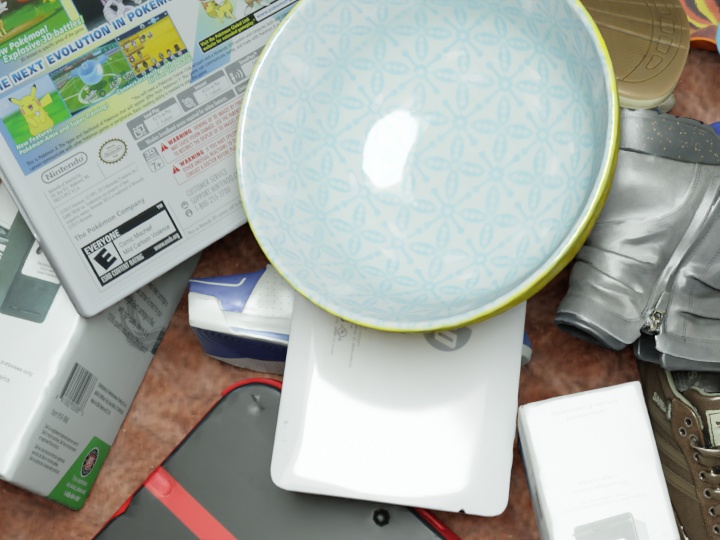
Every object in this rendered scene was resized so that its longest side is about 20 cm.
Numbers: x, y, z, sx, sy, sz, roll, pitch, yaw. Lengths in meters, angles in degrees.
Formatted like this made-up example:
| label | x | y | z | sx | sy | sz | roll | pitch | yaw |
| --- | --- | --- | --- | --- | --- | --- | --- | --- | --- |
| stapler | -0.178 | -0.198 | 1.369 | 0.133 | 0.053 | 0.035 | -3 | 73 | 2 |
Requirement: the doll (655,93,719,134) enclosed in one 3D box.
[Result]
| label | x | y | z | sx | sy | sz | roll | pitch | yaw |
| --- | --- | --- | --- | --- | --- | --- | --- | --- | --- |
| doll | 0.197 | -0.052 | 0.882 | 0.199 | 0.049 | 0.137 | -4 | 55 | 8 |

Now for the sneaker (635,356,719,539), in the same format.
| label | x | y | z | sx | sy | sz | roll | pitch | yaw |
| --- | --- | --- | --- | --- | --- | --- | --- | --- | --- |
| sneaker | 0.194 | 0.099 | 0.830 | 0.070 | 0.076 | 0.201 | -16 | 73 | 2 |

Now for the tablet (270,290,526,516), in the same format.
| label | x | y | z | sx | sy | sz | roll | pitch | yaw |
| --- | --- | --- | --- | --- | --- | --- | --- | --- | --- |
| tablet | 0.027 | 0.030 | 0.828 | 0.130 | 0.014 | 0.201 | 8 | 73 | 0 |

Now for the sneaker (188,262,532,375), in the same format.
| label | x | y | z | sx | sy | sz | roll | pitch | yaw |
| --- | --- | --- | --- | --- | --- | --- | --- | --- | --- |
| sneaker | 0.001 | 0.000 | 0.884 | 0.199 | 0.081 | 0.116 | 2 | 71 | 0 |

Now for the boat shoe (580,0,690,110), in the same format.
| label | x | y | z | sx | sy | sz | roll | pitch | yaw |
| --- | --- | --- | --- | --- | --- | --- | --- | --- | --- |
| boat shoe | 0.143 | -0.143 | 0.868 | 0.071 | 0.065 | 0.200 | 13 | 41 | -9 |

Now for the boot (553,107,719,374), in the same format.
| label | x | y | z | sx | sy | sz | roll | pitch | yaw |
| --- | --- | --- | --- | --- | --- | --- | --- | --- | --- |
| boot | 0.204 | -0.004 | 0.798 | 0.199 | 0.070 | 0.132 | 8 | 81 | -3 |

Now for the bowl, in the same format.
| label | x | y | z | sx | sy | sz | roll | pitch | yaw |
| --- | --- | --- | --- | --- | --- | --- | --- | --- | --- |
| bowl | 0.047 | -0.060 | 0.781 | 0.200 | 0.108 | 0.201 | -4 | 79 | 21 |

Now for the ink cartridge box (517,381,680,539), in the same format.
| label | x | y | z | sx | sy | sz | roll | pitch | yaw |
| --- | --- | --- | --- | --- | --- | --- | --- | --- | --- |
| ink cartridge box | 0.137 | 0.171 | 0.796 | 0.067 | 0.116 | 0.201 | -12 | 74 | 2 |

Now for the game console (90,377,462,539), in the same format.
| label | x | y | z | sx | sy | sz | roll | pitch | yaw |
| --- | --- | --- | --- | --- | --- | --- | --- | --- | --- |
| game console | -0.048 | 0.179 | 0.863 | 0.200 | 0.031 | 0.177 | 40 | 87 | 15 |

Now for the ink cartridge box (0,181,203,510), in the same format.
| label | x | y | z | sx | sy | sz | roll | pitch | yaw |
| --- | --- | --- | --- | --- | --- | --- | --- | --- | --- |
| ink cartridge box | -0.170 | 0.024 | 0.856 | 0.083 | 0.147 | 0.200 | 22 | 77 | 11 |

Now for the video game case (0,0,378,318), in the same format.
| label | x | y | z | sx | sy | sz | roll | pitch | yaw |
| --- | --- | --- | --- | --- | --- | --- | --- | --- | --- |
| video game case | -0.107 | -0.103 | 0.789 | 0.200 | 0.022 | 0.183 | -33 | 104 | -23 |

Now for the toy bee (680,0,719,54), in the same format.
| label | x | y | z | sx | sy | sz | roll | pitch | yaw |
| --- | --- | --- | --- | --- | --- | --- | --- | --- | --- |
| toy bee | 0.261 | -0.156 | 0.866 | 0.200 | 0.131 | 0.109 | 26 | 101 | 16 |
